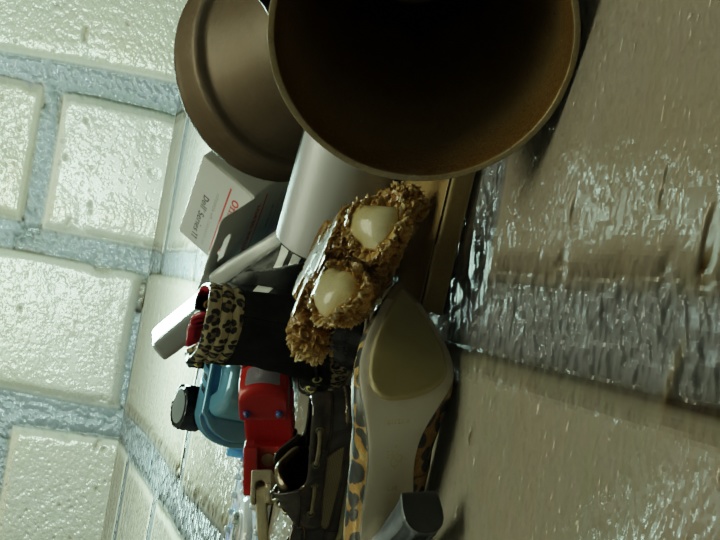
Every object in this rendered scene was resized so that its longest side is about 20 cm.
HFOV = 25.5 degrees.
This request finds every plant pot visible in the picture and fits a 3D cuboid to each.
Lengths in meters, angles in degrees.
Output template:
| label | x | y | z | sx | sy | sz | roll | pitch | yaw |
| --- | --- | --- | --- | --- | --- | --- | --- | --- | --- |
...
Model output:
| label | x | y | z | sx | sy | sz | roll | pitch | yaw |
| --- | --- | --- | --- | --- | --- | --- | --- | --- | --- |
| plant pot | 0.037 | -0.183 | 1.022 | 0.200 | 0.185 | 0.188 | -90 | 15 | -62 |
| plant pot | -0.035 | -0.193 | 1.355 | 0.174 | 0.199 | 0.202 | -19 | 59 | 54 |

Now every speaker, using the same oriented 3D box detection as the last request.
| label | x | y | z | sx | sy | sz | roll | pitch | yaw |
| --- | --- | --- | --- | --- | --- | --- | --- | --- | --- |
| speaker | -0.003 | -0.108 | 1.229 | 0.081 | 0.080 | 0.201 | -105 | 28 | -61 |

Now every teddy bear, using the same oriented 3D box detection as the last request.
| label | x | y | z | sx | sy | sz | roll | pitch | yaw |
| --- | --- | --- | --- | --- | --- | --- | --- | --- | --- |
| teddy bear | 0.000 | 0.000 | 1.126 | 0.146 | 0.066 | 0.200 | -66 | 6 | -19 |

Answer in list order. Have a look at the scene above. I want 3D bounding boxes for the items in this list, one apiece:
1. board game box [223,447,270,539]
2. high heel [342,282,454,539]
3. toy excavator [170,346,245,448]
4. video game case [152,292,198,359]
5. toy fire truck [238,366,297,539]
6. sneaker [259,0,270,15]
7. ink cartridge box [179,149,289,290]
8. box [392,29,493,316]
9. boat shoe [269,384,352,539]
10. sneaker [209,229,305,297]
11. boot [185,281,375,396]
| label | x | y | z | sx | sy | sz | roll | pitch | yaw |
| --- | --- | --- | --- | --- | --- | --- | --- | --- | --- |
| board game box | -0.132 | 0.277 | 1.694 | 0.200 | 0.026 | 0.202 | -159 | 79 | -76 |
| high heel | 0.014 | 0.121 | 1.098 | 0.143 | 0.071 | 0.201 | 116 | 156 | -53 |
| toy excavator | -0.098 | 0.086 | 1.593 | 0.200 | 0.099 | 0.196 | 4 | 82 | 64 |
| video game case | -0.123 | 0.011 | 1.568 | 0.200 | 0.023 | 0.182 | -39 | 6 | -5 |
| toy fire truck | -0.084 | 0.189 | 1.419 | 0.141 | 0.048 | 0.202 | -86 | -5 | -63 |
| sneaker | -0.013 | -0.146 | 1.125 | 0.074 | 0.080 | 0.201 | -46 | 71 | 34 |
| ink cartridge box | -0.100 | -0.080 | 1.501 | 0.200 | 0.067 | 0.117 | -40 | -16 | -39 |
| box | 0.056 | -0.084 | 1.175 | 0.164 | 0.021 | 0.202 | -128 | 49 | -73 |
| boat shoe | -0.036 | 0.161 | 1.267 | 0.075 | 0.073 | 0.201 | -96 | 21 | -51 |
| sneaker | -0.034 | 0.003 | 1.417 | 0.199 | 0.112 | 0.073 | -31 | 4 | 35 |
| boot | -0.069 | 0.061 | 1.313 | 0.200 | 0.149 | 0.074 | 147 | 133 | -73 |
